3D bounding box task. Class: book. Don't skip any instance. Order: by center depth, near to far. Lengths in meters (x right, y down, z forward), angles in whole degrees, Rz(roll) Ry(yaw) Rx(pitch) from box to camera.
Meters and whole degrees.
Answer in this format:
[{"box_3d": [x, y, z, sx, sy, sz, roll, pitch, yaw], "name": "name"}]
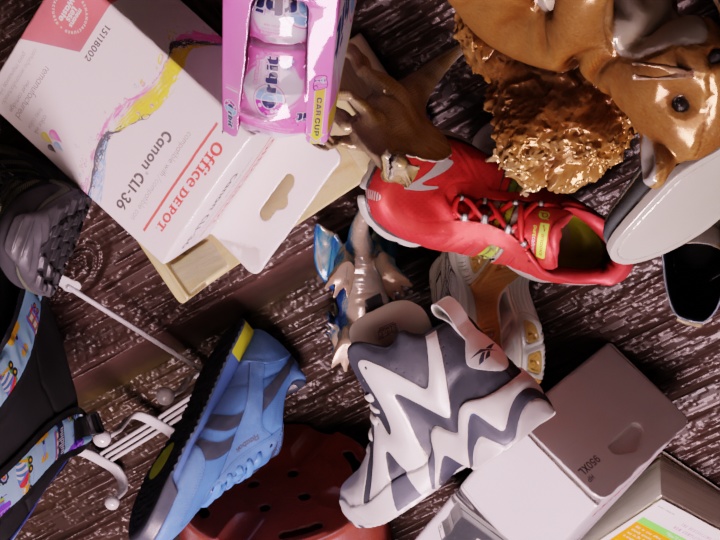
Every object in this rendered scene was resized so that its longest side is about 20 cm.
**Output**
[{"box_3d": [0.211, 0.234, 1.708, 0.133, 0.048, 0.200, 32, 129, -21], "name": "book"}]

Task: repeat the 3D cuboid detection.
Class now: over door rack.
[{"box_3d": [-0.202, 0.087, 1.625, 0.147, 0.067, 0.200, -33, 119, 30], "name": "over door rack"}]

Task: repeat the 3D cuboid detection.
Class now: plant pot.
[{"box_3d": [-0.050, 0.234, 1.659, 0.199, 0.201, 0.196, 0, 123, 8], "name": "plant pot"}]

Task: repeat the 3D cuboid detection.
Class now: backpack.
[{"box_3d": [-0.278, 0.095, 1.502, 0.134, 0.200, 0.183, -3, 119, 19], "name": "backpack"}]

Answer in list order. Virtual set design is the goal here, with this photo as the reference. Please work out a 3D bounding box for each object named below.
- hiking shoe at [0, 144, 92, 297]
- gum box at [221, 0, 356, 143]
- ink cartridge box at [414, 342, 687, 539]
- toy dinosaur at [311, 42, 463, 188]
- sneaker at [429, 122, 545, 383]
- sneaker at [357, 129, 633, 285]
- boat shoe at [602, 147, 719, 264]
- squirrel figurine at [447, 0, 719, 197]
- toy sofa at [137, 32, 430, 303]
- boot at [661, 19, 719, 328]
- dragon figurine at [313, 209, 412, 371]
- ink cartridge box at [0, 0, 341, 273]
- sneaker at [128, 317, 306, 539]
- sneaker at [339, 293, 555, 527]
[{"box_3d": [-0.230, -0.037, 1.443, 0.100, 0.200, 0.076, 18, 97, -5], "name": "hiking shoe"}, {"box_3d": [-0.035, -0.173, 1.285, 0.066, 0.201, 0.114, 6, 130, 3], "name": "gum box"}, {"box_3d": [0.122, 0.163, 1.581, 0.084, 0.144, 0.200, 44, 129, 10], "name": "ink cartridge box"}, {"box_3d": [0.012, -0.097, 1.351, 0.101, 0.200, 0.058, 25, 121, 0], "name": "toy dinosaur"}, {"box_3d": [0.076, -0.009, 1.497, 0.075, 0.088, 0.201, -8, 113, -26], "name": "sneaker"}, {"box_3d": [0.091, -0.036, 1.393, 0.199, 0.085, 0.077, 14, 94, -34], "name": "sneaker"}, {"box_3d": [0.214, -0.088, 1.360, 0.200, 0.062, 0.073, -48, 144, 17], "name": "boat shoe"}, {"box_3d": [0.142, -0.129, 1.308, 0.187, 0.141, 0.200, 45, 149, 12], "name": "squirrel figurine"}, {"box_3d": [-0.055, -0.069, 1.470, 0.200, 0.098, 0.083, -32, 95, 31], "name": "toy sofa"}, {"box_3d": [0.230, -0.059, 1.414, 0.074, 0.097, 0.201, 7, 131, 3], "name": "boot"}, {"box_3d": [0.000, 0.000, 1.516, 0.058, 0.100, 0.201, -6, 122, -5], "name": "dragon figurine"}, {"box_3d": [-0.123, -0.091, 1.398, 0.200, 0.067, 0.117, 41, 121, 7], "name": "ink cartridge box"}, {"box_3d": [-0.092, 0.123, 1.551, 0.078, 0.201, 0.066, 38, 137, -12], "name": "sneaker"}, {"box_3d": [0.027, 0.082, 1.474, 0.130, 0.079, 0.199, 57, 144, 3], "name": "sneaker"}]
